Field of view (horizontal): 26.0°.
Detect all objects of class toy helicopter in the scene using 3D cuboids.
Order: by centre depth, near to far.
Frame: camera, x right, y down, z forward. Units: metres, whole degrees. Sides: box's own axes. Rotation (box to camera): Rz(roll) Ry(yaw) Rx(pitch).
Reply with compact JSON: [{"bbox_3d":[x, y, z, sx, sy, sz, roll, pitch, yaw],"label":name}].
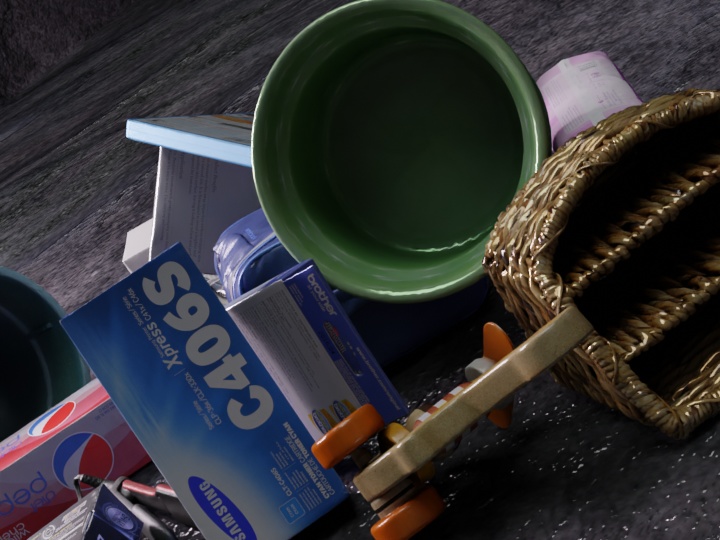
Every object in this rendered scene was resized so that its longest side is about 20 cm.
[{"bbox_3d":[0.072,0.076,0.923,0.132,0.079,0.200,-31,-9,-46],"label":"toy helicopter"}]

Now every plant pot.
[{"bbox_3d":[-0.382,0.118,1.412,0.196,0.200,0.200,-24,19,43],"label":"plant pot"}]

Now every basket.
[{"bbox_3d":[0.193,-0.021,0.939,0.200,0.143,0.149,-36,19,-12],"label":"basket"}]

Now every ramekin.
[{"bbox_3d":[0.035,-0.082,1.053,0.200,0.200,0.098,-25,-1,17],"label":"ramekin"}]

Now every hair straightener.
[{"bbox_3d":[-0.172,0.182,1.134,0.077,0.041,0.200,-41,27,-24],"label":"hair straightener"}]

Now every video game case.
[{"bbox_3d":[-0.071,-0.108,1.272,0.143,0.018,0.200,15,15,35],"label":"video game case"}]

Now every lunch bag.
[{"bbox_3d":[0.000,0.000,1.186,0.200,0.136,0.132,-32,20,-6],"label":"lunch bag"}]

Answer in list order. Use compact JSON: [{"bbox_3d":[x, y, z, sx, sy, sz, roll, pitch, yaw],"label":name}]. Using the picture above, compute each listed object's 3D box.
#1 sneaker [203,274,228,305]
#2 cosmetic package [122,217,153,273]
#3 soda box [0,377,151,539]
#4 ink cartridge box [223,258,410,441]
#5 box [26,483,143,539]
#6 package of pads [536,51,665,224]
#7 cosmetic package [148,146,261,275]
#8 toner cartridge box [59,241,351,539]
[{"bbox_3d":[-0.089,0.036,1.352,0.086,0.078,0.200,-27,23,-25],"label":"sneaker"},{"bbox_3d":[-0.112,-0.030,1.469,0.200,0.108,0.085,-31,20,6],"label":"cosmetic package"},{"bbox_3d":[-0.258,0.165,1.267,0.200,0.070,0.063,-35,21,-9],"label":"soda box"},{"bbox_3d":[-0.052,0.069,1.063,0.042,0.119,0.200,-36,6,-42],"label":"ink cartridge box"},{"bbox_3d":[-0.242,0.247,1.030,0.200,0.044,0.160,-37,17,15],"label":"box"},{"bbox_3d":[0.184,-0.075,1.117,0.076,0.121,0.200,-26,20,8],"label":"package of pads"},{"bbox_3d":[-0.071,-0.051,1.305,0.200,0.113,0.081,8,12,-5],"label":"cosmetic package"},{"bbox_3d":[-0.101,0.090,1.016,0.095,0.200,0.043,-35,0,-7],"label":"toner cartridge box"}]
